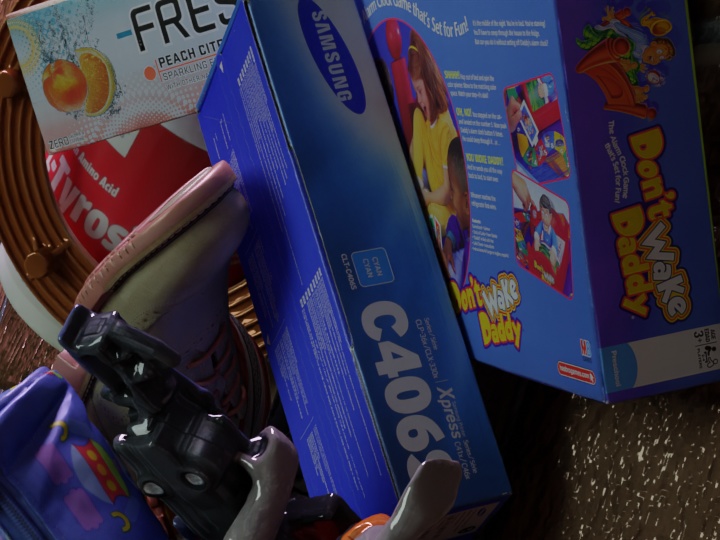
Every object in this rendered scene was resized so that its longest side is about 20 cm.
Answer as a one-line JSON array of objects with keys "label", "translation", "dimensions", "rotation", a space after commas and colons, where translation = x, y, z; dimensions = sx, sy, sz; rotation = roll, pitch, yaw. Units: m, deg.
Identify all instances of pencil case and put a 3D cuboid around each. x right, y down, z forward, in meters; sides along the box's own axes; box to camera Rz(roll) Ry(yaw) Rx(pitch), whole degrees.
[{"label": "pencil case", "translation": [-0.095, 0.129, 0.973], "dimensions": [0.078, 0.200, 0.087], "rotation": [-38, -5, 4]}]

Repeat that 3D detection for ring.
[{"label": "ring", "translation": [-0.087, -0.050, 1.144], "dimensions": [0.201, 0.200, 0.019], "rotation": [-62, -15, 22]}]

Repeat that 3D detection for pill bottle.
[{"label": "pill bottle", "translation": [-0.084, -0.057, 1.219], "dimensions": [0.201, 0.112, 0.113], "rotation": [-59, 24, 30]}]

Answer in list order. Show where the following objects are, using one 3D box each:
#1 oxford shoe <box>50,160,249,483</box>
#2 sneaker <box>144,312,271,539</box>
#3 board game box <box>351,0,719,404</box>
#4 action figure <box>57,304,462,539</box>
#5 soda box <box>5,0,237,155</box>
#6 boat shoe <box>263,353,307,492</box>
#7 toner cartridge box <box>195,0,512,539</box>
[{"label": "oxford shoe", "translation": [-0.065, 0.026, 0.983], "dimensions": [0.071, 0.074, 0.200], "rotation": [-41, -9, -26]}, {"label": "sneaker", "translation": [-0.062, 0.112, 1.095], "dimensions": [0.082, 0.077, 0.202], "rotation": [26, -113, -68]}, {"label": "board game box", "translation": [0.052, -0.038, 0.876], "dimensions": [0.200, 0.044, 0.136], "rotation": [-164, 65, -69]}, {"label": "action figure", "translation": [-0.030, 0.105, 0.820], "dimensions": [0.193, 0.200, 0.105], "rotation": [-12, 39, 53]}, {"label": "soda box", "translation": [-0.042, -0.104, 1.062], "dimensions": [0.199, 0.068, 0.064], "rotation": [-13, 96, 27]}, {"label": "boat shoe", "translation": [0.000, 0.000, 1.029], "dimensions": [0.201, 0.061, 0.075], "rotation": [-60, 25, 29]}, {"label": "toner cartridge box", "translation": [-0.006, 0.006, 0.930], "dimensions": [0.095, 0.043, 0.201], "rotation": [123, 133, -62]}]
